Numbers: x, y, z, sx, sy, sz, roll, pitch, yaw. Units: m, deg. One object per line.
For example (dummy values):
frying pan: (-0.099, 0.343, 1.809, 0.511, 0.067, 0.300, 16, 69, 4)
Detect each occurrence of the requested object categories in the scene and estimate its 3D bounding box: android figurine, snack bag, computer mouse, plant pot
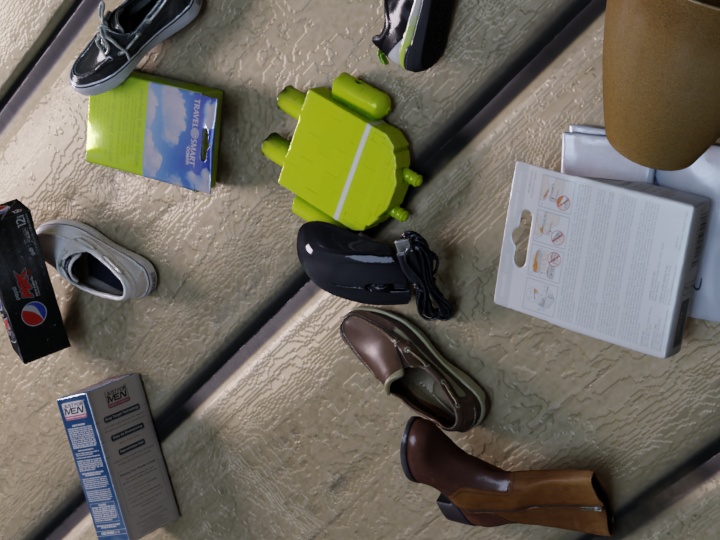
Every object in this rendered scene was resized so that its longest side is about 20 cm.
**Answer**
android figurine: (-0.019, -0.125, 1.689, 0.200, 0.041, 0.183, 30, 116, 24)
snack bag: (0.291, -0.043, 1.521, 0.199, 0.021, 0.189, 12, 108, 30)
computer mouse: (0.000, 0.000, 1.674, 0.200, 0.053, 0.139, 16, 146, 35)
plant pot: (0.298, -0.200, 1.397, 0.186, 0.186, 0.200, 33, 131, 22)

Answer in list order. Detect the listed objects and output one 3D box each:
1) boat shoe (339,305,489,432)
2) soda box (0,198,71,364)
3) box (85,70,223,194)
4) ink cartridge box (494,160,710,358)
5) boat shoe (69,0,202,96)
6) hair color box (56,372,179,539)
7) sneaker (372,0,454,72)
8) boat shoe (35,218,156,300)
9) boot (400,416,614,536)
boat shoe: (0.050, 0.109, 1.683, 0.202, 0.075, 0.075, 33, 118, 22)
soda box: (-0.439, 0.014, 1.940, 0.063, 0.071, 0.201, 33, 139, 58)
box: (-0.243, -0.172, 1.817, 0.200, 0.048, 0.122, 16, 110, 30)
ink cartridge box: (0.241, -0.016, 1.523, 0.200, 0.047, 0.161, 18, 110, 31)
boat shoe: (-0.280, -0.281, 1.772, 0.199, 0.068, 0.074, -29, 62, 22)
hair color box: (-0.311, 0.243, 1.936, 0.060, 0.100, 0.201, -12, 95, 36)
sneaker: (0.056, -0.305, 1.576, 0.083, 0.072, 0.201, 28, 116, 26)
boat shoe: (-0.354, -0.013, 1.919, 0.200, 0.065, 0.074, 17, 112, 29)
boot: (0.156, 0.224, 1.604, 0.199, 0.069, 0.189, 1, 135, 34)
